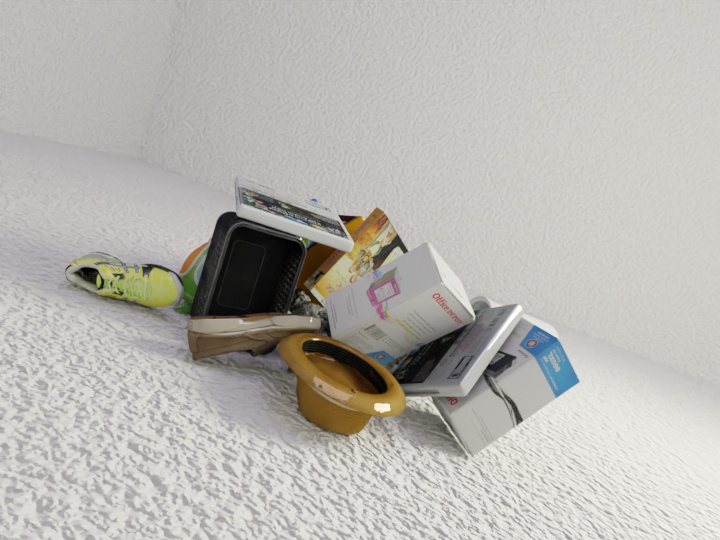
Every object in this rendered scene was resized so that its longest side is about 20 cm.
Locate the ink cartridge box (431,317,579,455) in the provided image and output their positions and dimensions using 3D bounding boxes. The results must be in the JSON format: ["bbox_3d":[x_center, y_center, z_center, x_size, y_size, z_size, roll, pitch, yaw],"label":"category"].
[{"bbox_3d":[0.211,0.172,0.880,0.085,0.198,0.145,58,-4,-15],"label":"ink cartridge box"}]

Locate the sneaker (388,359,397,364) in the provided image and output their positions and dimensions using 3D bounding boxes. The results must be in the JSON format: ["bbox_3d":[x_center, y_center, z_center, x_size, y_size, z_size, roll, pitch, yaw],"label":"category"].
[{"bbox_3d":[0.104,0.144,1.207,0.143,0.078,0.203,6,21,-14],"label":"sneaker"}]

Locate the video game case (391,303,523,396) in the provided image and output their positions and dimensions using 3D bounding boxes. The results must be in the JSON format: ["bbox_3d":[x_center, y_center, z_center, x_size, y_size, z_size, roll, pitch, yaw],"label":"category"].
[{"bbox_3d":[0.146,0.130,0.907,0.180,0.200,0.024,-17,-69,51],"label":"video game case"}]

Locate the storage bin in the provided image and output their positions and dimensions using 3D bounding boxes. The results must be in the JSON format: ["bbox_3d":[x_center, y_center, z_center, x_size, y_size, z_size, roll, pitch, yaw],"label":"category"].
[{"bbox_3d":[-0.186,0.021,0.923,0.133,0.204,0.094,15,10,-29],"label":"storage bin"}]

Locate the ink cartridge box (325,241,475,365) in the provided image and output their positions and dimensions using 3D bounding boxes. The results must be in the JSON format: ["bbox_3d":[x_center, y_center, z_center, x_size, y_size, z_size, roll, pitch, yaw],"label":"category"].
[{"bbox_3d":[0.065,0.062,0.906,0.144,0.198,0.086,41,28,-48],"label":"ink cartridge box"}]

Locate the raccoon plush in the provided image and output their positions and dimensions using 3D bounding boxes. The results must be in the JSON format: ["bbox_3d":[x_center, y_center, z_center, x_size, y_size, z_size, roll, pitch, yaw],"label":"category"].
[{"bbox_3d":[-0.111,0.102,0.944,0.198,0.098,0.133,29,15,23],"label":"raccoon plush"}]

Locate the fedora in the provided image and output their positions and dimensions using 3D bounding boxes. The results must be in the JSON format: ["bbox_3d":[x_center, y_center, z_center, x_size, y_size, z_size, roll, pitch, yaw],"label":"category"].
[{"bbox_3d":[-0.035,0.164,0.779,0.197,0.083,0.201,24,11,-5],"label":"fedora"}]

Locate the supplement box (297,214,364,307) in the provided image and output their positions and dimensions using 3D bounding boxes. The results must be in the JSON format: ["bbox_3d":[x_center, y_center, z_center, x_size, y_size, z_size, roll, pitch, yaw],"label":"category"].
[{"bbox_3d":[-0.081,-0.011,1.189,0.135,0.195,0.199,62,-16,-16],"label":"supplement box"}]

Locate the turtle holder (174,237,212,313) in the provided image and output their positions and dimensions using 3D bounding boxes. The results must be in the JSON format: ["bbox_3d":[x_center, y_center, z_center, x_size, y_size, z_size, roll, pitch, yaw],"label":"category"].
[{"bbox_3d":[-0.241,0.023,1.029,0.182,0.134,0.141,21,8,14],"label":"turtle holder"}]

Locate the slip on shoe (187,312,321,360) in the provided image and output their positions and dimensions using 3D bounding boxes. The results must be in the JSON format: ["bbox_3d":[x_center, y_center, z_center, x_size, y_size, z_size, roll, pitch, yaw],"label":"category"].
[{"bbox_3d":[-0.155,0.097,0.836,0.196,0.062,0.076,-1,0,-25],"label":"slip on shoe"}]

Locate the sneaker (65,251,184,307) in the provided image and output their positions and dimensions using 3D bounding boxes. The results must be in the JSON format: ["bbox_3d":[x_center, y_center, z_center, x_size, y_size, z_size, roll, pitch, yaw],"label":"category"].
[{"bbox_3d":[-0.387,0.025,0.924,0.196,0.077,0.076,10,14,8],"label":"sneaker"}]

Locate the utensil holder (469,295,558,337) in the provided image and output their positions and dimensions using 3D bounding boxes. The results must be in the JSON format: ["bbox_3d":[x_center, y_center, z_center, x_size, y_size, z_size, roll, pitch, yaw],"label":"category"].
[{"bbox_3d":[0.346,0.173,1.347,0.197,0.173,0.170,19,8,-18],"label":"utensil holder"}]

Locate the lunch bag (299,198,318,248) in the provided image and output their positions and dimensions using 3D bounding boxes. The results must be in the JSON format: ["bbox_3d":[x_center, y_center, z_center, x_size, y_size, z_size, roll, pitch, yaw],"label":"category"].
[{"bbox_3d":[-0.171,-0.069,1.130,0.197,0.084,0.161,-17,17,32],"label":"lunch bag"}]

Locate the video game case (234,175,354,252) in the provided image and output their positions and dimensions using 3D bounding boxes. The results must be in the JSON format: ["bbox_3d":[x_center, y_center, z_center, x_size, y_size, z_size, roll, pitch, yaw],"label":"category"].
[{"bbox_3d":[-0.120,-0.100,0.971,0.197,0.024,0.182,18,18,-21],"label":"video game case"}]

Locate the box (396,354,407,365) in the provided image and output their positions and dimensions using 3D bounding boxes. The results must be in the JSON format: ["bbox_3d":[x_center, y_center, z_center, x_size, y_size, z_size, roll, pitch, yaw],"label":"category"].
[{"bbox_3d":[0.098,0.117,1.080,0.034,0.203,0.109,-31,-20,36],"label":"box"}]

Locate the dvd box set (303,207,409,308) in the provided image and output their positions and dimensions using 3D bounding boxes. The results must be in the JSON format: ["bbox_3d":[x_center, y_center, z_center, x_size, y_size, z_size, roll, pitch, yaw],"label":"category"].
[{"bbox_3d":[0.000,0.000,1.071,0.029,0.200,0.147,36,-12,45],"label":"dvd box set"}]
